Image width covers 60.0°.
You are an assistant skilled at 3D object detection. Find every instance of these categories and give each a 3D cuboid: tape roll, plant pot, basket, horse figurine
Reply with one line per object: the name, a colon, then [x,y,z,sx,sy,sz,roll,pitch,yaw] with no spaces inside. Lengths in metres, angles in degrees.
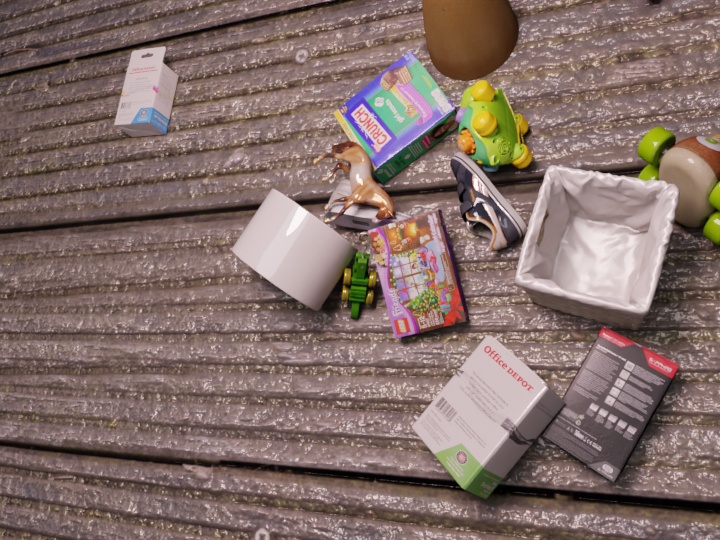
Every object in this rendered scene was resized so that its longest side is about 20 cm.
tape roll: [-0.121,-0.039,1.168,0.202,0.202,0.140,34,90,27]
plant pot: [0.191,-0.496,1.171,0.183,0.200,0.190,-6,72,20]
basket: [0.371,-0.031,0.977,0.197,0.161,0.201,15,81,27]
horse figurine: [-0.016,-0.171,1.170,0.131,0.050,0.203,-18,65,16]

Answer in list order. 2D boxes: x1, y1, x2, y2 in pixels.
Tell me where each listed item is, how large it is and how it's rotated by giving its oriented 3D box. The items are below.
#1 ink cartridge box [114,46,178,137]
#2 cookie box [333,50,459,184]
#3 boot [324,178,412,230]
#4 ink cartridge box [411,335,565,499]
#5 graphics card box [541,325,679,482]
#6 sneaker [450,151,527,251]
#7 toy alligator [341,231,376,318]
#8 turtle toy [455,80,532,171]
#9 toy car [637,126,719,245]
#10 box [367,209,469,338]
ink cartridge box: [-0.521,-0.438,1.533,0.113,0.068,0.204,2,76,24]
cookie box: [0.071,-0.300,1.233,0.199,0.075,0.172,-36,66,11]
boot: [0.033,-0.126,1.202,0.197,0.074,0.097,14,67,15]
ink cartridge box: [0.201,0.230,0.992,0.201,0.084,0.145,-50,42,3]
graphics card box: [0.384,0.205,0.963,0.124,0.051,0.202,29,86,28]
sneaker: [0.208,-0.123,1.120,0.079,0.078,0.201,-36,65,3]
toy alligator: [0.000,0.000,1.145,0.058,0.202,0.055,6,37,-3]
turtle toy: [0.229,-0.264,1.131,0.100,0.145,0.203,-28,45,38]
toy car: [0.558,-0.173,0.955,0.199,0.158,0.165,-38,53,-4]
box: [0.103,0.007,1.115,0.135,0.039,0.203,-16,88,19]
